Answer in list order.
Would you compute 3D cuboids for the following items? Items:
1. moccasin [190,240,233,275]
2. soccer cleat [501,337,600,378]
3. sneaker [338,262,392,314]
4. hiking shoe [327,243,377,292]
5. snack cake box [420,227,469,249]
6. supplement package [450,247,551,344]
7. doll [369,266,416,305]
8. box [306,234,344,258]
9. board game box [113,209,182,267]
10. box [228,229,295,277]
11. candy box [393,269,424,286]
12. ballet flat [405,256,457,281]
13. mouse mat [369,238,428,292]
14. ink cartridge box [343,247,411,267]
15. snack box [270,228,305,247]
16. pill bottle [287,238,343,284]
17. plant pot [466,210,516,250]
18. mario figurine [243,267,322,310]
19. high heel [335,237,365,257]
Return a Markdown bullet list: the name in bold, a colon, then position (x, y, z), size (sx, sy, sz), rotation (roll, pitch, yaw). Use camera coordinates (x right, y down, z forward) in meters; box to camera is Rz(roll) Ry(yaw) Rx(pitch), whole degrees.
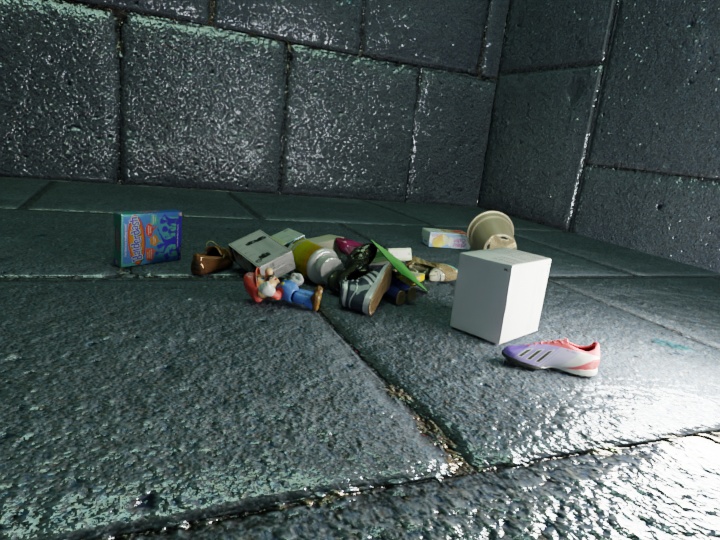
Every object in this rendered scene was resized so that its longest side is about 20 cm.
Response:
- **moccasin**: position (-0.437, -0.043, 1.575), size (0.073, 0.079, 0.201), rotation (12, 15, 20)
- **soccer cleat**: position (0.399, 0.171, 1.108), size (0.198, 0.074, 0.068), rotation (8, 14, 7)
- **sneaker**: position (0.011, 0.036, 1.398), size (0.107, 0.071, 0.200), rotation (9, 36, 20)
- **hiking shoe**: position (0.000, 0.000, 1.494), size (0.100, 0.076, 0.200), rotation (15, 50, 39)
- **snack cake box**: position (0.384, -0.144, 2.377), size (0.198, 0.068, 0.115), rotation (3, 12, -13)
- **supplement package**: position (0.346, 0.054, 1.304), size (0.146, 0.193, 0.199), rotation (18, 17, 42)
- **doll**: position (0.067, 0.034, 1.507), size (0.135, 0.049, 0.200), rotation (-16, 30, -29)
- **box**: position (-0.135, -0.072, 1.826), size (0.068, 0.083, 0.200), rotation (14, 14, 26)
- **board game box**: position (-0.626, -0.099, 1.560), size (0.045, 0.154, 0.199), rotation (16, 17, 34)
- **box**: position (-0.292, -0.043, 1.554), size (0.116, 0.061, 0.199), rotation (-30, 39, -27)
- **candy box**: position (0.117, 0.029, 1.644), size (0.101, 0.027, 0.200), rotation (9, 14, 28)
- **ballet flat**: position (0.230, 0.006, 1.749), size (0.199, 0.071, 0.065), rotation (15, 43, 40)
- **mouse mat**: position (0.115, -0.013, 1.561), size (0.200, 0.008, 0.161), rotation (31, 16, -50)
- **ink cartridge box**: position (0.053, -0.043, 1.772), size (0.198, 0.049, 0.145), rotation (-2, -5, -36)
- **snack box**: position (-0.284, -0.072, 1.696), size (0.199, 0.037, 0.116), rotation (-28, 29, -25)
- **pill bottle**: position (-0.135, -0.024, 1.573), size (0.108, 0.110, 0.199), rotation (-3, 17, -34)
- **plant pot**: position (0.545, -0.117, 2.142), size (0.198, 0.202, 0.184), rotation (6, 26, -2)
- **mario figurine**: position (-0.191, 0.033, 1.312), size (0.198, 0.107, 0.124), rotation (13, -21, -5)
- **high heel**: position (-0.007, -0.088, 1.883), size (0.096, 0.067, 0.199), rotation (53, 26, 16)
